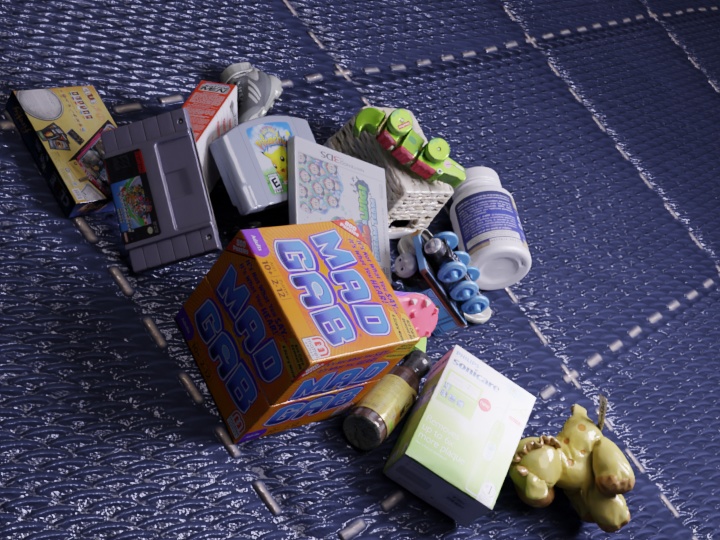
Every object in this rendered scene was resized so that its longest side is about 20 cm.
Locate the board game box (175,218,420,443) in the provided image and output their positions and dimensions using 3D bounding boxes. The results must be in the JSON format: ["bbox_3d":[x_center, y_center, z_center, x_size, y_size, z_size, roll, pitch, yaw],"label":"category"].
[{"bbox_3d":[-0.086,0.076,1.439,0.199,0.200,0.201,-8,60,-44],"label":"board game box"}]

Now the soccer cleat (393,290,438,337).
[{"bbox_3d":[0.041,0.055,1.589,0.076,0.067,0.199,21,5,39],"label":"soccer cleat"}]

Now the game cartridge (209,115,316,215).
[{"bbox_3d":[-0.130,-0.162,1.615,0.199,0.040,0.134,-21,83,-50],"label":"game cartridge"}]

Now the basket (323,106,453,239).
[{"bbox_3d":[0.047,-0.168,1.830,0.135,0.123,0.201,-4,58,-42],"label":"basket"}]

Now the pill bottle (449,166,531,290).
[{"bbox_3d":[0.220,-0.078,1.899,0.119,0.120,0.201,15,47,-30],"label":"pill bottle"}]

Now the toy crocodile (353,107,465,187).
[{"bbox_3d":[0.080,-0.194,1.730,0.199,0.067,0.062,35,67,-11],"label":"toy crocodile"}]

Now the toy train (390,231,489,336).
[{"bbox_3d":[0.123,0.020,1.685,0.200,0.114,0.087,50,22,-51],"label":"toy train"}]

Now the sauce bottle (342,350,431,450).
[{"bbox_3d":[0.046,0.180,1.564,0.065,0.065,0.200,44,41,2],"label":"sauce bottle"}]

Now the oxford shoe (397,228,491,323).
[{"bbox_3d":[0.146,0.008,1.810,0.200,0.058,0.075,46,37,1],"label":"oxford shoe"}]

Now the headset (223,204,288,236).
[{"bbox_3d":[-0.143,-0.134,1.649,0.123,0.094,0.201,41,61,-26],"label":"headset"}]

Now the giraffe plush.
[{"bbox_3d":[0.294,0.296,1.612,0.161,0.172,0.202,-11,101,-18],"label":"giraffe plush"}]

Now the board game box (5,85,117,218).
[{"bbox_3d":[-0.394,-0.171,1.530,0.135,0.035,0.201,-14,65,-46],"label":"board game box"}]

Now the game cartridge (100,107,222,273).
[{"bbox_3d":[-0.273,-0.107,1.472,0.129,0.038,0.202,-15,83,1],"label":"game cartridge"}]

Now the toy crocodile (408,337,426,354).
[{"bbox_3d":[0.019,0.078,1.645,0.199,0.062,0.068,29,42,-23],"label":"toy crocodile"}]

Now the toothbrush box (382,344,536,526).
[{"bbox_3d":[0.142,0.233,1.542,0.145,0.086,0.201,34,52,-4],"label":"toothbrush box"}]

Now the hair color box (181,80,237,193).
[{"bbox_3d":[-0.240,-0.182,1.602,0.063,0.112,0.201,11,39,11],"label":"hair color box"}]

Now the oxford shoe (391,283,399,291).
[{"bbox_3d":[0.000,0.000,1.679,0.199,0.073,0.071,37,40,-8],"label":"oxford shoe"}]

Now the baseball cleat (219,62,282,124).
[{"bbox_3d":[-0.195,-0.277,1.780,0.106,0.070,0.200,31,31,-5],"label":"baseball cleat"}]

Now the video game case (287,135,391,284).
[{"bbox_3d":[-0.031,-0.087,1.631,0.181,0.024,0.202,17,60,-37],"label":"video game case"}]
